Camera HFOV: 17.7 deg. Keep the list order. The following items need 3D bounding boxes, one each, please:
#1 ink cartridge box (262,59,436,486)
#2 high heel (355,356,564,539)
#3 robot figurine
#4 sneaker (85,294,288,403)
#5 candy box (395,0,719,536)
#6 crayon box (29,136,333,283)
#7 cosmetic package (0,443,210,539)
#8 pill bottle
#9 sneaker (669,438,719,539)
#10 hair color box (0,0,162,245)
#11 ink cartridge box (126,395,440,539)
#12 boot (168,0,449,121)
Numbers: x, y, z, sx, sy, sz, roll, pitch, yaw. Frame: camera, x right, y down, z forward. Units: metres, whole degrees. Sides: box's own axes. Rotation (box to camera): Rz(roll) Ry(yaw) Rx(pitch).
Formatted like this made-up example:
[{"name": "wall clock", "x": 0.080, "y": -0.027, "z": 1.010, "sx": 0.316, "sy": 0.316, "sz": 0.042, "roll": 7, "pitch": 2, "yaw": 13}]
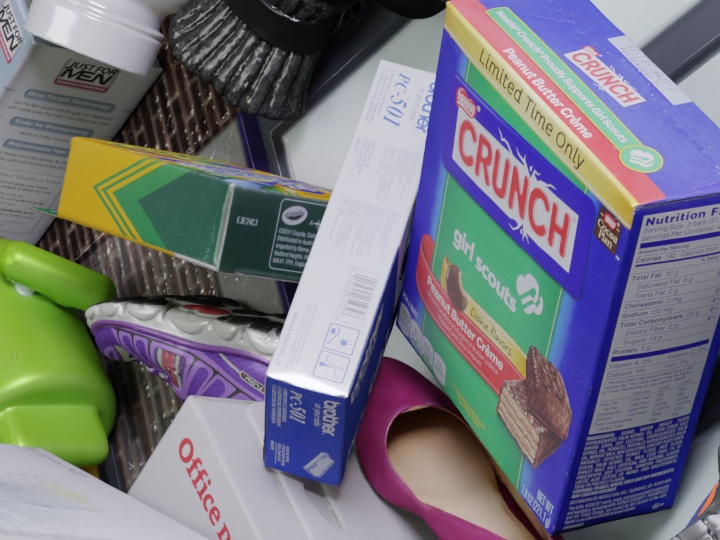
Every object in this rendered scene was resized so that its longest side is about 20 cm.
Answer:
[{"name": "ink cartridge box", "x": 0.000, "y": 0.000, "z": 1.180, "sx": 0.094, "sy": 0.044, "sz": 0.200, "roll": 95, "pitch": -168, "yaw": -58}, {"name": "high heel", "x": 0.052, "y": 0.097, "z": 1.158, "sx": 0.200, "sy": 0.067, "sz": 0.096, "roll": 55, "pitch": 155, "yaw": 34}, {"name": "robot figurine", "x": -0.230, "y": 0.062, "z": 1.491, "sx": 0.200, "sy": 0.116, "sz": 0.176, "roll": 60, "pitch": 136, "yaw": 37}, {"name": "sneaker", "x": -0.096, "y": 0.059, "z": 1.363, "sx": 0.200, "sy": 0.081, "sz": 0.083, "roll": 13, "pitch": 100, "yaw": 50}, {"name": "candy box", "x": 0.096, "y": -0.006, "z": 1.087, "sx": 0.169, "sy": 0.077, "sz": 0.200, "roll": 53, "pitch": 144, "yaw": 42}, {"name": "crayon box", "x": -0.084, "y": -0.035, "z": 1.322, "sx": 0.200, "sy": 0.126, "sz": 0.052, "roll": 16, "pitch": 96, "yaw": 50}, {"name": "cosmetic package", "x": -0.210, "y": 0.158, "z": 1.157, "sx": 0.199, "sy": 0.200, "sz": 0.123, "roll": 18, "pitch": 95, "yaw": 52}, {"name": "pill bottle", "x": -0.130, "y": -0.223, "z": 1.399, "sx": 0.112, "sy": 0.112, "sz": 0.200, "roll": 24, "pitch": 94, "yaw": 49}, {"name": "sneaker", "x": 0.175, "y": 0.121, "z": 1.006, "sx": 0.075, "sy": 0.078, "sz": 0.200, "roll": 30, "pitch": 92, "yaw": 26}, {"name": "hair color box", "x": -0.227, "y": -0.094, "z": 1.526, "sx": 0.200, "sy": 0.099, "sz": 0.061, "roll": -49, "pitch": 49, "yaw": 34}, {"name": "ink cartridge box", "x": -0.052, "y": 0.190, "z": 1.232, "sx": 0.200, "sy": 0.145, "sz": 0.147, "roll": -56, "pitch": 45, "yaw": 29}, {"name": "boot", "x": -0.023, "y": -0.149, "z": 1.300, "sx": 0.158, "sy": 0.079, "sz": 0.211, "roll": -60, "pitch": 33, "yaw": 16}]
